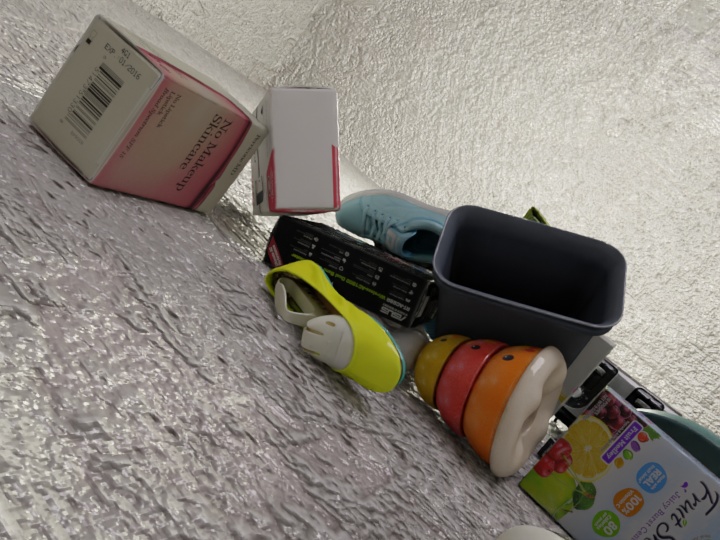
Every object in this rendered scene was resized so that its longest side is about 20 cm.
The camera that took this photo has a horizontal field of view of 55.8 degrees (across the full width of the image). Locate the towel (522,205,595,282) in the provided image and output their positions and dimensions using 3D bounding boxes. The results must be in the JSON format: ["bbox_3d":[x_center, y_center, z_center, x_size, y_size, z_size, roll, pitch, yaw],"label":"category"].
[{"bbox_3d":[0.263,-0.015,0.888,0.144,0.023,0.200,47,4,14],"label":"towel"}]

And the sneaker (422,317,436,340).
[{"bbox_3d":[0.124,0.065,1.081,0.200,0.076,0.081,61,-2,40],"label":"sneaker"}]

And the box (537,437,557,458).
[{"bbox_3d":[0.333,0.296,0.914,0.200,0.036,0.143,29,13,-48],"label":"box"}]

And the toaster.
[{"bbox_3d":[0.398,0.232,1.082,0.181,0.119,0.200,42,-5,33],"label":"toaster"}]

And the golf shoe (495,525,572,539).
[{"bbox_3d":[0.089,0.197,0.395,0.088,0.077,0.200,31,10,2],"label":"golf shoe"}]

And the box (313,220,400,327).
[{"bbox_3d":[-0.006,0.004,0.995,0.200,0.041,0.039,42,10,22],"label":"box"}]

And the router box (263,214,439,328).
[{"bbox_3d":[0.000,0.000,0.836,0.200,0.062,0.150,25,7,15],"label":"router box"}]

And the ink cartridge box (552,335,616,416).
[{"bbox_3d":[0.258,0.119,0.954,0.125,0.200,0.128,42,10,19],"label":"ink cartridge box"}]

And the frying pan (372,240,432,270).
[{"bbox_3d":[0.057,-0.017,0.993,0.115,0.031,0.190,37,-31,3],"label":"frying pan"}]

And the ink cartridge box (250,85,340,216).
[{"bbox_3d":[-0.090,-0.144,0.874,0.085,0.146,0.200,-2,3,-15],"label":"ink cartridge box"}]

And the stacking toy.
[{"bbox_3d":[0.108,0.118,0.746,0.200,0.147,0.146,24,2,29],"label":"stacking toy"}]

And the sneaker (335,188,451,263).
[{"bbox_3d":[0.049,-0.055,0.875,0.199,0.074,0.082,12,26,21],"label":"sneaker"}]

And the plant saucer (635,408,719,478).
[{"bbox_3d":[0.359,0.228,0.759,0.200,0.036,0.200,38,-32,29],"label":"plant saucer"}]

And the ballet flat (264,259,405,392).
[{"bbox_3d":[-0.036,0.052,0.655,0.067,0.067,0.200,3,28,-36],"label":"ballet flat"}]

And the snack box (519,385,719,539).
[{"bbox_3d":[0.287,0.239,0.699,0.200,0.142,0.053,43,11,21],"label":"snack box"}]

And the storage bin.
[{"bbox_3d":[0.177,0.026,0.775,0.199,0.135,0.146,17,50,8],"label":"storage bin"}]

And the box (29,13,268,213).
[{"bbox_3d":[-0.211,-0.152,0.716,0.109,0.128,0.200,42,11,18],"label":"box"}]
